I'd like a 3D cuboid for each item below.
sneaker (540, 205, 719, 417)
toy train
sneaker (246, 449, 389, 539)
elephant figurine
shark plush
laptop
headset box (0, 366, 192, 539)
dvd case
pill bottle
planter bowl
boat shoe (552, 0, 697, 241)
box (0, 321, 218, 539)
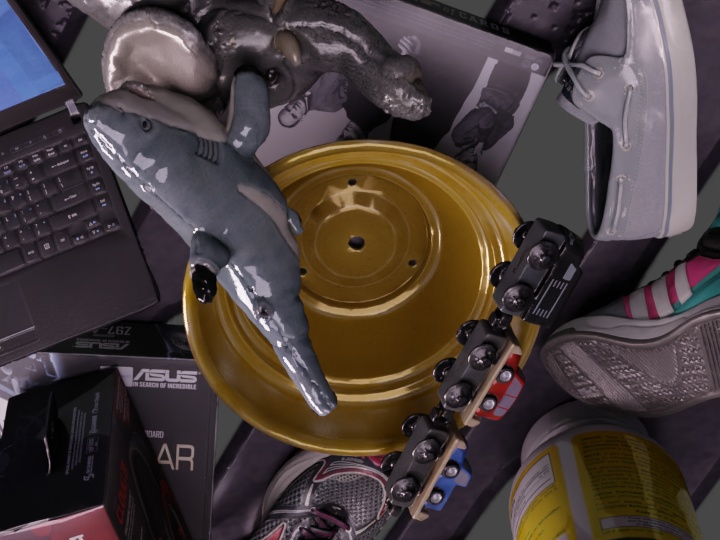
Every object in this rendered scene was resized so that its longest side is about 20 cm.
[{"bbox_3d":[0.203,0.015,1.264,0.200,0.121,0.084,-14,119,51],"label":"sneaker"},{"bbox_3d":[0.068,0.059,1.171,0.046,0.034,0.200,17,116,-26],"label":"toy train"},{"bbox_3d":[-0.041,0.190,1.347,0.081,0.075,0.200,31,112,-18],"label":"sneaker"},{"bbox_3d":[-0.083,-0.137,1.131,0.141,0.155,0.200,-36,107,-9],"label":"elephant figurine"},{"bbox_3d":[-0.078,-0.010,1.093,0.091,0.083,0.200,-11,110,25],"label":"shark plush"},{"bbox_3d":[-0.237,-0.043,1.191,0.177,0.103,0.200,-21,87,9],"label":"laptop"},{"bbox_3d":[-0.152,0.166,1.236,0.075,0.149,0.200,-17,118,5],"label":"headset box"},{"bbox_3d":[0.007,-0.067,1.240,0.150,0.025,0.200,18,116,-12],"label":"dvd case"},{"bbox_3d":[0.149,0.165,1.272,0.112,0.200,0.112,-1,118,-2],"label":"pill bottle"},{"bbox_3d":[0.000,0.000,1.207,0.200,0.083,0.200,-1,119,-2],"label":"planter bowl"},{"bbox_3d":[0.148,-0.101,1.201,0.071,0.070,0.201,-14,122,-7],"label":"boat shoe"},{"bbox_3d":[-0.189,0.108,1.313,0.200,0.044,0.160,4,118,-5],"label":"box"}]
